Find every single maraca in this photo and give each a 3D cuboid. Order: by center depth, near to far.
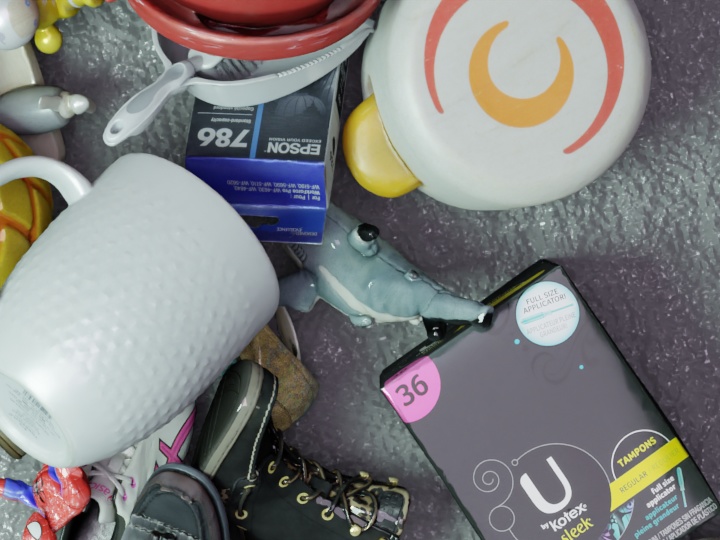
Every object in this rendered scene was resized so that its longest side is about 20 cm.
[{"bbox_3d":[-0.268,-0.029,1.627,0.107,0.200,0.137,-28,113,26],"label":"maraca"}]

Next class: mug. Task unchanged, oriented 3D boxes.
[{"bbox_3d":[-0.178,0.017,1.575,0.200,0.147,0.175,49,61,-11],"label":"mug"}]

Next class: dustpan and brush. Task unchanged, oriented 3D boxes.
[{"bbox_3d":[-0.101,-0.140,1.625,0.139,0.057,0.200,30,66,23],"label":"dustpan and brush"}]

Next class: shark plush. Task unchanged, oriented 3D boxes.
[{"bbox_3d":[0.000,0.000,1.647,0.091,0.200,0.084,-32,136,-20],"label":"shark plush"}]

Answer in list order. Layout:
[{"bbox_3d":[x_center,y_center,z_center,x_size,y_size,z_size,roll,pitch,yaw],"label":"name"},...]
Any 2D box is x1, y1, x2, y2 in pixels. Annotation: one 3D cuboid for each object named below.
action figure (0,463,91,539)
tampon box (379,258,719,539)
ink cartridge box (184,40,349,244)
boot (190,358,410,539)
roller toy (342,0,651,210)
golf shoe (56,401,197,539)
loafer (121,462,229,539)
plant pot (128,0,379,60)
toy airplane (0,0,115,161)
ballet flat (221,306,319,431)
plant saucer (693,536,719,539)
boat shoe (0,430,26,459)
[{"bbox_3d":[-0.215,0.093,1.652,0.098,0.065,0.201,21,60,-20],"label":"action figure"},{"bbox_3d":[0.127,0.115,1.683,0.149,0.126,0.201,-35,92,1],"label":"tampon box"},{"bbox_3d":[-0.062,-0.113,1.663,0.099,0.039,0.201,2,60,7],"label":"ink cartridge box"},{"bbox_3d":[-0.039,0.143,1.669,0.150,0.201,0.074,16,49,-5],"label":"boot"},{"bbox_3d":[0.095,-0.131,1.667,0.181,0.140,0.201,18,86,-10],"label":"roller toy"},{"bbox_3d":[-0.164,0.141,1.701,0.072,0.092,0.201,18,91,1],"label":"golf shoe"},{"bbox_3d":[-0.137,0.217,1.664,0.071,0.063,0.201,24,133,9],"label":"loafer"},{"bbox_3d":[-0.071,-0.248,1.560,0.199,0.201,0.183,6,131,-1],"label":"plant pot"},{"bbox_3d":[-0.249,-0.187,1.661,0.199,0.141,0.200,28,111,-14],"label":"toy airplane"},{"bbox_3d":[-0.093,0.018,1.715,0.070,0.071,0.201,-30,91,1],"label":"ballet flat"},{"bbox_3d":[0.195,0.239,1.668,0.200,0.200,0.037,-35,67,1],"label":"plant saucer"},{"bbox_3d":[-0.279,0.036,1.711,0.067,0.072,0.200,-39,97,-10],"label":"boat shoe"}]
